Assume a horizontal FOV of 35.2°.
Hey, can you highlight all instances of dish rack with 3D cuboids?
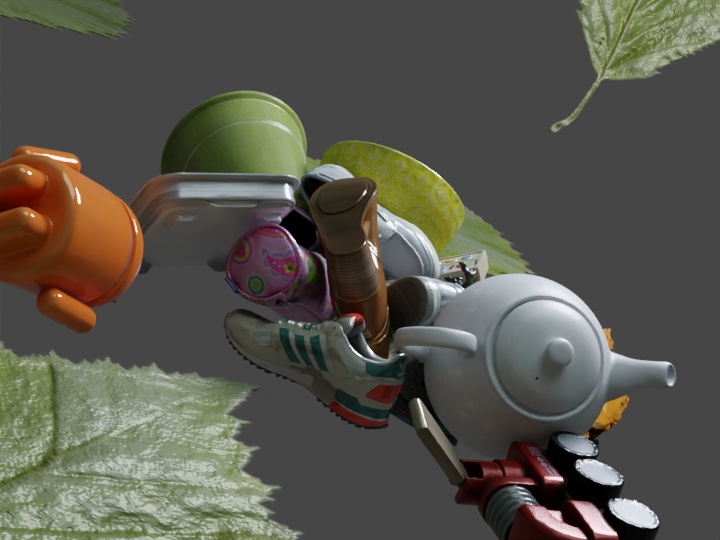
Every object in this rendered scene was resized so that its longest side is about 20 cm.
[{"bbox_3d":[-0.166,-0.042,1.182,0.170,0.200,0.044,-1,69,-30],"label":"dish rack"}]

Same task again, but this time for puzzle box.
[{"bbox_3d":[0.060,0.013,1.432,0.198,0.026,0.133,-10,8,11],"label":"puzzle box"}]

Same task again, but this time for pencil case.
[{"bbox_3d":[-0.076,0.012,1.212,0.087,0.088,0.200,29,-3,16],"label":"pencil case"}]

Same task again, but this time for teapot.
[{"bbox_3d":[0.158,0.087,1.085,0.198,0.199,0.146,54,-17,2],"label":"teapot"}]

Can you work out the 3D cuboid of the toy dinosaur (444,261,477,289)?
[{"bbox_3d":[0.107,0.043,1.302,0.047,0.089,0.200,24,-20,-23],"label":"toy dinosaur"}]

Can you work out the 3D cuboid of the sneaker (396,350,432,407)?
[{"bbox_3d":[0.128,0.117,1.213,0.198,0.077,0.114,19,20,-9],"label":"sneaker"}]

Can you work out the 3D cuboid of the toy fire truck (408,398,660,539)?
[{"bbox_3d":[0.130,0.194,0.961,0.198,0.130,0.176,8,19,-18],"label":"toy fire truck"}]

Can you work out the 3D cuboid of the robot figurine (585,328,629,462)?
[{"bbox_3d":[0.255,0.147,1.321,0.058,0.146,0.200,-12,9,34],"label":"robot figurine"}]

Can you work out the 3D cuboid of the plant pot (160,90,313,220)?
[{"bbox_3d":[-0.133,-0.092,1.427,0.199,0.201,0.190,16,28,-34],"label":"plant pot"}]

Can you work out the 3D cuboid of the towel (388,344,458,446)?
[{"bbox_3d":[0.061,0.128,1.257,0.146,0.022,0.200,29,14,10],"label":"towel"}]

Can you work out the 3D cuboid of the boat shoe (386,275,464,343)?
[{"bbox_3d":[0.039,0.045,1.265,0.064,0.075,0.201,0,-12,-31],"label":"boat shoe"}]

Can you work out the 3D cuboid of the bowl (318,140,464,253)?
[{"bbox_3d":[0.021,-0.061,1.437,0.199,0.108,0.200,23,-21,9],"label":"bowl"}]

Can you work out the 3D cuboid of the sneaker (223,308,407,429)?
[{"bbox_3d":[-0.040,0.072,1.128,0.199,0.094,0.070,31,14,19],"label":"sneaker"}]

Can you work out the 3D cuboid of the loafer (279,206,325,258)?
[{"bbox_3d":[-0.080,-0.037,1.310,0.063,0.072,0.200,18,-18,48],"label":"loafer"}]

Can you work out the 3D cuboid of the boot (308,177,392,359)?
[{"bbox_3d":[0.000,0.000,1.212,0.076,0.156,0.201,-13,32,-1],"label":"boot"}]

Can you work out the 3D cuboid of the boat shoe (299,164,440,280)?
[{"bbox_3d":[0.004,-0.046,1.328,0.201,0.070,0.071,43,28,14],"label":"boat shoe"}]

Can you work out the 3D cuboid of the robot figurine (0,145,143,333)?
[{"bbox_3d":[-0.268,-0.033,1.010,0.144,0.117,0.200,39,0,23],"label":"robot figurine"}]
